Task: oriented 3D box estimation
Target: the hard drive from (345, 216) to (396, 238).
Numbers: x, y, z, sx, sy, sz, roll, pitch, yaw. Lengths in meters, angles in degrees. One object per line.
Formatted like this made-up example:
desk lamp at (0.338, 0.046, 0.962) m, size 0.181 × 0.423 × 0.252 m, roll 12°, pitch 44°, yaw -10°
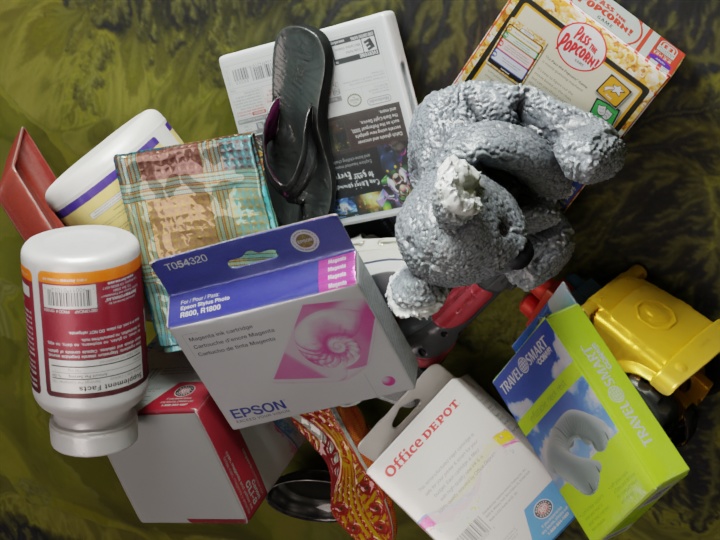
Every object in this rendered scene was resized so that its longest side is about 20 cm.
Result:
hard drive at (0.006, -0.039, 1.718) m, size 0.199 × 0.042 × 0.135 m, roll -28°, pitch 105°, yaw 39°

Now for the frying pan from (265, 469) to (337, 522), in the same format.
frying pan at (-0.083, 0.242, 1.926) m, size 0.188 × 0.031 × 0.115 m, roll 5°, pitch 150°, yaw 2°

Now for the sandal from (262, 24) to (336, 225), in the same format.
sandal at (-0.065, -0.125, 1.636) m, size 0.075 × 0.048 × 0.202 m, roll 10°, pitch 110°, yaw 31°

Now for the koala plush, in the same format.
koala plush at (0.092, -0.053, 1.493) m, size 0.183 × 0.200 × 0.178 m, roll 31°, pitch 133°, yaw 8°

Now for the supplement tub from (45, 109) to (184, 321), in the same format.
supplement tub at (-0.200, -0.042, 1.764) m, size 0.145 × 0.146 × 0.200 m, roll -29°, pitch 104°, yaw 39°

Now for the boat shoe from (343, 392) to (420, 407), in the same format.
boat shoe at (-0.021, 0.100, 1.778) m, size 0.200 × 0.072 × 0.070 m, roll 29°, pitch 148°, yaw -18°

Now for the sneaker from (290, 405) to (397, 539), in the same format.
sneaker at (-0.006, 0.190, 1.821) m, size 0.073 × 0.077 × 0.201 m, roll -20°, pitch 93°, yaw 32°

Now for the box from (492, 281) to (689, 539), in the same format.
box at (0.194, 0.126, 1.559) m, size 0.201 × 0.047 × 0.122 m, roll 58°, pitch 145°, yaw 19°

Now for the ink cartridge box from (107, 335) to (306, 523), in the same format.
ink cartridge box at (-0.151, 0.142, 1.828) m, size 0.144 × 0.200 × 0.145 m, roll -5°, pitch 121°, yaw 33°

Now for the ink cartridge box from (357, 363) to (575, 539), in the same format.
ink cartridge box at (0.109, 0.197, 1.726) m, size 0.200 × 0.125 × 0.129 m, roll 45°, pitch 96°, yaw 8°

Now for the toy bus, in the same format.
toy bus at (0.224, 0.094, 1.640) m, size 0.192 × 0.135 × 0.201 m, roll 39°, pitch 136°, yaw 18°

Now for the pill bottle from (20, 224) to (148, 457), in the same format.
pill bottle at (-0.258, 0.067, 1.674) m, size 0.112 × 0.113 × 0.202 m, roll 8°, pitch 110°, yaw 25°

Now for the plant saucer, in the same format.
plant saucer at (-0.311, -0.036, 1.808) m, size 0.037 × 0.200 × 0.201 m, roll -29°, pitch 108°, yaw 1°

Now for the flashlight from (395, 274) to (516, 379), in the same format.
flashlight at (0.090, 0.033, 1.701) m, size 0.068 × 0.068 × 0.200 m, roll 27°, pitch 137°, yaw -14°

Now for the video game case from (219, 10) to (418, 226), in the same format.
video game case at (-0.030, -0.132, 1.655) m, size 0.199 × 0.023 × 0.183 m, roll -9°, pitch 99°, yaw 35°

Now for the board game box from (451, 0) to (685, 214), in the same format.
board game box at (0.165, -0.155, 1.546) m, size 0.151 × 0.046 × 0.200 m, roll 38°, pitch 132°, yaw 2°

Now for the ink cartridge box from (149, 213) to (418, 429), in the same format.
ink cartridge box at (-0.072, 0.053, 1.641) m, size 0.195 × 0.043 × 0.201 m, roll -14°, pitch 130°, yaw 20°

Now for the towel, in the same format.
towel at (-0.144, -0.023, 1.671) m, size 0.146 × 0.022 × 0.201 m, roll -9°, pitch 108°, yaw 13°

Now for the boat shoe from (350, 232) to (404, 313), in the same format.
boat shoe at (0.000, 0.000, 1.677) m, size 0.199 × 0.070 × 0.071 m, roll -9°, pitch 129°, yaw 45°
